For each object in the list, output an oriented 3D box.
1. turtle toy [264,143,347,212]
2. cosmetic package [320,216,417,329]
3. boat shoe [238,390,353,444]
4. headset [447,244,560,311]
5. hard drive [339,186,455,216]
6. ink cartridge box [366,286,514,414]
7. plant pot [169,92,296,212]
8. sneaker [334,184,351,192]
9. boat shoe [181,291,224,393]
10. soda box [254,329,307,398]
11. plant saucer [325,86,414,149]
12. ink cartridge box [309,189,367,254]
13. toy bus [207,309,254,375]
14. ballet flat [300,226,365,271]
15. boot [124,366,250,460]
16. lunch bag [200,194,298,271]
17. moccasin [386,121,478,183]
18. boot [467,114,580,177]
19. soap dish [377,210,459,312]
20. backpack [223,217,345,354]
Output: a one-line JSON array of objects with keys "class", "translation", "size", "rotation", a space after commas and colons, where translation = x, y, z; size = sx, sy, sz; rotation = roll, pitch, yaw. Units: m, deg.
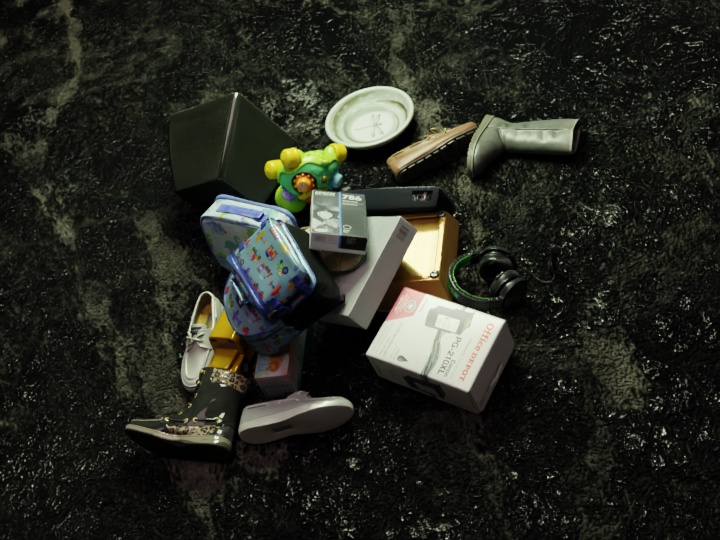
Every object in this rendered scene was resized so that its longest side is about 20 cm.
[{"class": "turtle toy", "translation": [-0.113, -0.182, 1.826], "size": [0.145, 0.200, 0.102], "rotation": [-11, 84, -32]}, {"class": "cosmetic package", "translation": [0.000, 0.000, 1.599], "size": [0.150, 0.052, 0.201], "rotation": [7, 65, 56]}, {"class": "boat shoe", "translation": [-0.109, 0.237, 1.523], "size": [0.199, 0.072, 0.069], "rotation": [-19, 45, 14]}, {"class": "headset", "translation": [0.252, 0.002, 1.586], "size": [0.199, 0.094, 0.124], "rotation": [-8, 46, -11]}, {"class": "hard drive", "translation": [0.071, -0.121, 1.739], "size": [0.199, 0.135, 0.043], "rotation": [-1, 76, 21]}, {"class": "ink cartridge box", "translation": [0.134, 0.131, 1.510], "size": [0.199, 0.084, 0.145], "rotation": [18, 64, 30]}, {"class": "plant pot", "translation": [-0.279, -0.221, 1.882], "size": [0.198, 0.200, 0.179], "rotation": [-11, 59, 33]}, {"class": "sneaker", "translation": [-0.041, -0.084, 1.798], "size": [0.082, 0.072, 0.201], "rotation": [26, 49, -6]}, {"class": "boat shoe", "translation": [-0.295, 0.127, 1.673], "size": [0.070, 0.070, 0.201], "rotation": [-3, 51, 17]}, {"class": "soda box", "translation": [-0.138, 0.126, 1.624], "size": [0.063, 0.069, 0.201], "rotation": [-8, 47, 15]}, {"class": "plant saucer", "translation": [0.023, -0.321, 1.983], "size": [0.199, 0.050, 0.201], "rotation": [-9, 47, 10]}, {"class": "ink cartridge box", "translation": [-0.040, -0.097, 1.603], "size": [0.099, 0.039, 0.200], "rotation": [5, 30, -6]}, {"class": "toy bus", "translation": [-0.219, 0.105, 1.658], "size": [0.065, 0.079, 0.201], "rotation": [3, 45, 21]}, {"class": "ballet flat", "translation": [-0.065, -0.043, 1.622], "size": [0.071, 0.065, 0.200], "rotation": [-54, 28, -16]}, {"class": "boot", "translation": [-0.293, 0.243, 1.568], "size": [0.199, 0.073, 0.151], "rotation": [2, 50, 20]}, {"class": "lunch bag", "translation": [-0.203, -0.062, 1.750], "size": [0.199, 0.161, 0.083], "rotation": [12, 51, 29]}, {"class": "moccasin", "translation": [0.150, -0.252, 1.871], "size": [0.201, 0.074, 0.078], "rotation": [-30, 54, 4]}, {"class": "boot", "translation": [0.326, -0.246, 1.812], "size": [0.199, 0.073, 0.182], "rotation": [14, 57, 20]}, {"class": "soap dish", "translation": [0.096, -0.020, 1.668], "size": [0.156, 0.081, 0.201], "rotation": [-3, 49, 16]}, {"class": "backpack", "translation": [-0.155, 0.035, 1.541], "size": [0.200, 0.134, 0.183], "rotation": [-40, 58, 17]}]
